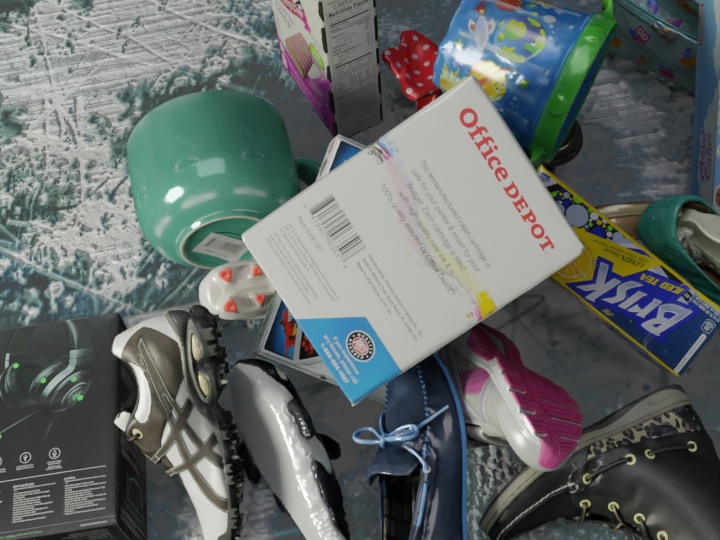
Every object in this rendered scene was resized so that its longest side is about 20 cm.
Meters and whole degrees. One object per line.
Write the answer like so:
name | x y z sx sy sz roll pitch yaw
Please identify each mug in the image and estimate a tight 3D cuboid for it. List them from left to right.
mug | -0.116 -0.075 0.914 0.183 0.152 0.115 -13 61 -4

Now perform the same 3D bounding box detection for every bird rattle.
bird rattle | 0.130 -0.225 0.997 0.199 0.113 0.163 -35 45 -21

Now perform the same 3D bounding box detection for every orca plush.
orca plush | -0.033 0.154 0.817 0.071 0.106 0.200 -13 49 -42

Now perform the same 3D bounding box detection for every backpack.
backpack | 0.346 -0.282 1.015 0.199 0.154 0.176 29 69 27

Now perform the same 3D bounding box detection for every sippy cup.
sippy cup | 0.139 -0.183 0.884 0.129 0.140 0.178 26 54 11

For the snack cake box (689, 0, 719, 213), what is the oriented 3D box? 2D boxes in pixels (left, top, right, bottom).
snack cake box | 0.367 -0.150 0.904 0.114 0.202 0.067 -4 17 1

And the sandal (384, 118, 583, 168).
sandal | 0.115 -0.128 0.946 0.198 0.055 0.082 -3 57 1

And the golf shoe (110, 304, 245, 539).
golf shoe | -0.143 0.131 0.791 0.093 0.078 0.202 -10 97 -6

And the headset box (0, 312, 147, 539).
headset box | -0.272 0.141 0.825 0.172 0.093 0.202 -9 58 -1

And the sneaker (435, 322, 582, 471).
sneaker | 0.105 0.110 0.801 0.089 0.081 0.200 -59 24 11

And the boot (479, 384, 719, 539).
boot | 0.210 0.197 0.772 0.202 0.074 0.154 -28 63 -11

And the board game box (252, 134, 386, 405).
board game box | 0.000 0.000 0.864 0.125 0.035 0.202 22 80 -12

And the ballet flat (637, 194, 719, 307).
ballet flat | 0.326 0.006 0.845 0.199 0.070 0.068 37 74 0

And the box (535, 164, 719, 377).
box | 0.206 0.001 0.849 0.199 0.064 0.070 39 93 3

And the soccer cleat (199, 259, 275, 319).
soccer cleat | -0.048 0.013 0.909 0.198 0.078 0.070 -2 86 -16

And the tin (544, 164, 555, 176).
tin | 0.096 -0.090 0.977 0.198 0.042 0.113 -20 55 -8

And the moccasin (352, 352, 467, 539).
moccasin | 0.040 0.152 0.755 0.068 0.080 0.202 8 61 -29

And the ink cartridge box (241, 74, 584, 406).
ink cartridge box | 0.040 -0.027 0.754 0.199 0.145 0.148 -33 95 6

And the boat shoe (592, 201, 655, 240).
boat shoe | 0.206 -0.024 0.918 0.198 0.071 0.065 -10 92 1

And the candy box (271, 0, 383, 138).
candy box | -0.037 -0.244 0.984 0.061 0.201 0.137 -26 59 -13
